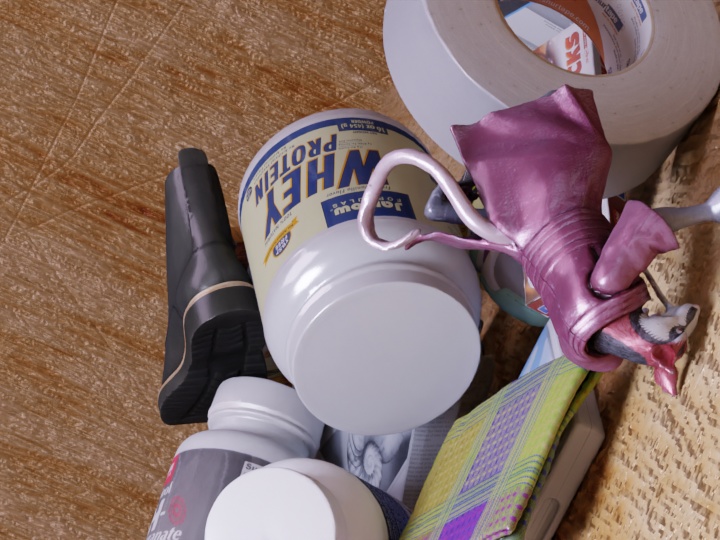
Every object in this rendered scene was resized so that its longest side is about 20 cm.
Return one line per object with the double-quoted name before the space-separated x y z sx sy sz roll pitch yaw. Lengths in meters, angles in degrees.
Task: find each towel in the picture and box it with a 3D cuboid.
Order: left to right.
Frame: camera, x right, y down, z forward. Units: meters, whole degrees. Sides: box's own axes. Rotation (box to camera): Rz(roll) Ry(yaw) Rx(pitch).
"towel" 0.073 0.122 1.261 0.144 0.023 0.200 -62 10 -29

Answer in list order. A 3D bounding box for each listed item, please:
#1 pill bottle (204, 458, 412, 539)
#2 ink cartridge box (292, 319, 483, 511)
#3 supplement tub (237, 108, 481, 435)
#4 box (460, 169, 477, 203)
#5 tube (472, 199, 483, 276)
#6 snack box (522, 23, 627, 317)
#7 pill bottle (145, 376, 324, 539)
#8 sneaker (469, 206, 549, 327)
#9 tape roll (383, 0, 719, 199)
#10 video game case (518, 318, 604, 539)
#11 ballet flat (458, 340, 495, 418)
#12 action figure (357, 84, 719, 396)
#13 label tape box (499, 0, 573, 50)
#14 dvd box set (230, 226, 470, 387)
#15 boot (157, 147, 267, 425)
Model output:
"pill bottle" -0.028 0.178 1.368 0.111 0.111 0.200 -67 -19 -7
"ink cartridge box" 0.007 0.098 1.555 0.200 0.041 0.200 34 117 59
"supplement tub" 0.000 0.000 1.453 0.145 0.145 0.200 -63 25 28
"box" 0.138 -0.119 1.790 0.160 0.044 0.200 -83 18 -68
"tube" 0.122 -0.066 1.651 0.200 0.058 0.052 119 164 -50
"snack box" 0.133 -0.069 1.391 0.072 0.024 0.200 -31 44 34
"pill bottle" -0.089 0.180 1.521 0.111 0.111 0.200 125 165 -61
"sneaker" 0.138 -0.068 1.456 0.140 0.078 0.200 -51 23 40
"tape roll" 0.117 -0.142 1.325 0.066 0.200 0.201 124 168 -53
"video game case" 0.091 0.137 1.327 0.200 0.022 0.182 -86 21 -73
"ballet flat" 0.049 0.128 1.594 0.200 0.072 0.072 122 170 -45
"action figure" 0.110 -0.013 1.150 0.200 0.149 0.134 60 144 42
"label tape box" 0.122 -0.193 1.569 0.200 0.143 0.066 -25 42 62
"dvd box set" -0.011 0.029 1.662 0.029 0.200 0.147 -128 39 -56
"boot" -0.115 0.017 1.585 0.200 0.077 0.139 119 141 -56
